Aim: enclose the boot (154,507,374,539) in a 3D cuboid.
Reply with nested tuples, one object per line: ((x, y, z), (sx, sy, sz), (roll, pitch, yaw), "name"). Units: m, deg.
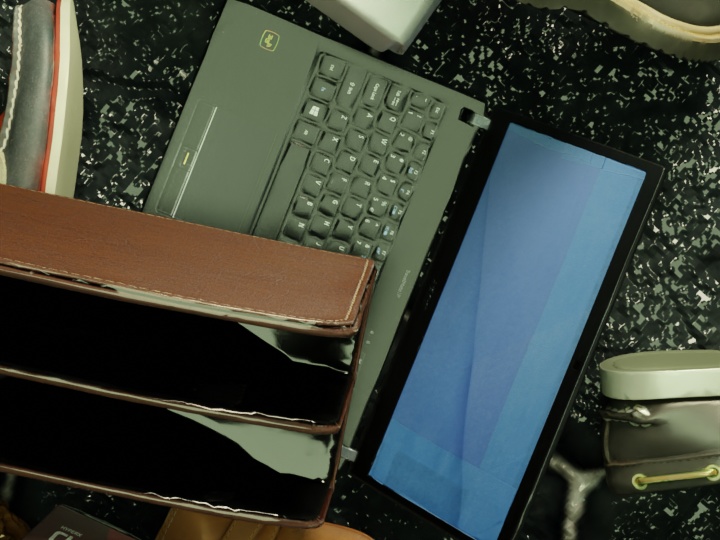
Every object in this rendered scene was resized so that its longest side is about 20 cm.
((-0.049, 0.198, 1.076), (0.154, 0.074, 0.201), (28, 95, 7), "boot")

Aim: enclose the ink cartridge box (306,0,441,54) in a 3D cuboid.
((0.014, -0.212, 1.043), (0.146, 0.084, 0.201), (34, 91, -3), "ink cartridge box")

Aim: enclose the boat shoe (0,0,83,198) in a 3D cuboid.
((-0.157, -0.020, 1.062), (0.062, 0.071, 0.201), (8, 97, 2), "boat shoe")

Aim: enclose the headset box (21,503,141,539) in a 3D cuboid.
((-0.133, 0.203, 0.971), (0.077, 0.200, 0.150), (22, 133, 26), "headset box")

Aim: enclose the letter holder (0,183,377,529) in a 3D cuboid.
((-0.102, 0.035, 0.959), (0.199, 0.142, 0.101), (12, 100, 1), "letter holder")

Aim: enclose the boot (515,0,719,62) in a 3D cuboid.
((0.109, -0.168, 0.994), (0.077, 0.199, 0.139), (30, 103, 38), "boot")

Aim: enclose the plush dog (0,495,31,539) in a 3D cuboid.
((-0.223, 0.144, 1.031), (0.160, 0.200, 0.173), (16, 85, 26), "plush dog")

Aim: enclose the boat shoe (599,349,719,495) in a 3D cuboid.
((0.204, 0.067, 1.066), (0.200, 0.072, 0.061), (0, 97, 7), "boat shoe")

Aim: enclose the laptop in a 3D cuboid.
((0.000, 0.000, 1.044), (0.199, 0.103, 0.178), (22, 92, -1), "laptop")
